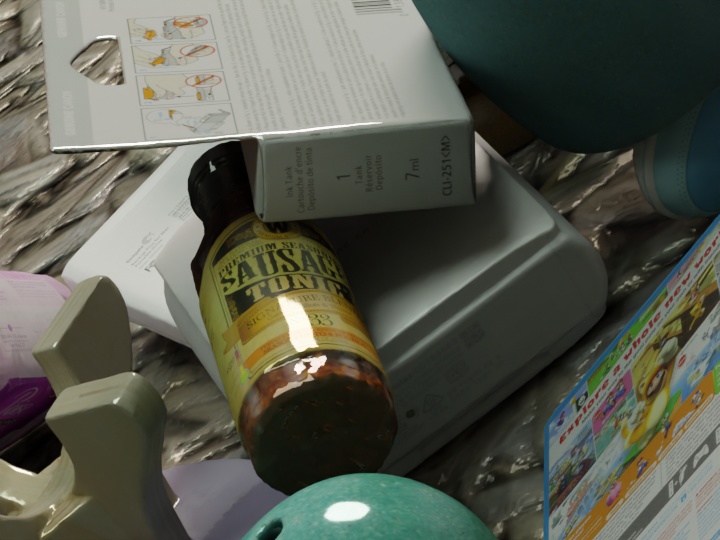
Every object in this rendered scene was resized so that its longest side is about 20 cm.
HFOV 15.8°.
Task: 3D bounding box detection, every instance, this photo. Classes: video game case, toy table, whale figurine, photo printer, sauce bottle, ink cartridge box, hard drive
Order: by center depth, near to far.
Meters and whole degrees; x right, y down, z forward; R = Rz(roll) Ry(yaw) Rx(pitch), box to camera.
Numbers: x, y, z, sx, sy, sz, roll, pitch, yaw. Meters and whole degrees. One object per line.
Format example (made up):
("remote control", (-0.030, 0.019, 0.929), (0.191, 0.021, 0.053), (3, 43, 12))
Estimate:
("video game case", (0.112, 0.071, 0.935), (0.143, 0.018, 0.200), (-53, 16, 29))
("whale figurine", (-0.032, 0.136, 0.977), (0.199, 0.104, 0.159), (-9, 38, 44))
("sauce bottle", (-0.037, 0.012, 1.068), (0.066, 0.066, 0.200), (-35, 36, 7))
("ink cartridge box", (-0.050, -0.077, 1.132), (0.172, 0.044, 0.200), (-6, 25, -6))
("toy table", (-0.124, 0.104, 1.145), (0.199, 0.117, 0.184), (-22, 29, 33))
("photo printer", (0.000, 0.000, 1.167), (0.166, 0.070, 0.200), (-36, 36, -2))
("hard drive", (-0.051, -0.015, 1.309), (0.132, 0.026, 0.200), (-48, 37, -18))

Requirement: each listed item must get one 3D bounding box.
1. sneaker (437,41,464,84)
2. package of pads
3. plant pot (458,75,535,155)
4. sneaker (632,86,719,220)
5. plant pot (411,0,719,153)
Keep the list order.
("sneaker", (0.029, -0.122, 1.269), (0.199, 0.081, 0.075), (-30, 51, 14))
("package of pads", (-0.214, 0.054, 1.294), (0.120, 0.076, 0.200), (-34, -9, 11))
("plant pot", (0.051, -0.142, 1.338), (0.199, 0.027, 0.201), (-16, 55, 23))
("sneaker", (0.207, -0.086, 1.067), (0.200, 0.079, 0.131), (-48, 33, 2))
("plant pot", (0.082, -0.168, 1.094), (0.200, 0.134, 0.201), (-36, 40, 38))
